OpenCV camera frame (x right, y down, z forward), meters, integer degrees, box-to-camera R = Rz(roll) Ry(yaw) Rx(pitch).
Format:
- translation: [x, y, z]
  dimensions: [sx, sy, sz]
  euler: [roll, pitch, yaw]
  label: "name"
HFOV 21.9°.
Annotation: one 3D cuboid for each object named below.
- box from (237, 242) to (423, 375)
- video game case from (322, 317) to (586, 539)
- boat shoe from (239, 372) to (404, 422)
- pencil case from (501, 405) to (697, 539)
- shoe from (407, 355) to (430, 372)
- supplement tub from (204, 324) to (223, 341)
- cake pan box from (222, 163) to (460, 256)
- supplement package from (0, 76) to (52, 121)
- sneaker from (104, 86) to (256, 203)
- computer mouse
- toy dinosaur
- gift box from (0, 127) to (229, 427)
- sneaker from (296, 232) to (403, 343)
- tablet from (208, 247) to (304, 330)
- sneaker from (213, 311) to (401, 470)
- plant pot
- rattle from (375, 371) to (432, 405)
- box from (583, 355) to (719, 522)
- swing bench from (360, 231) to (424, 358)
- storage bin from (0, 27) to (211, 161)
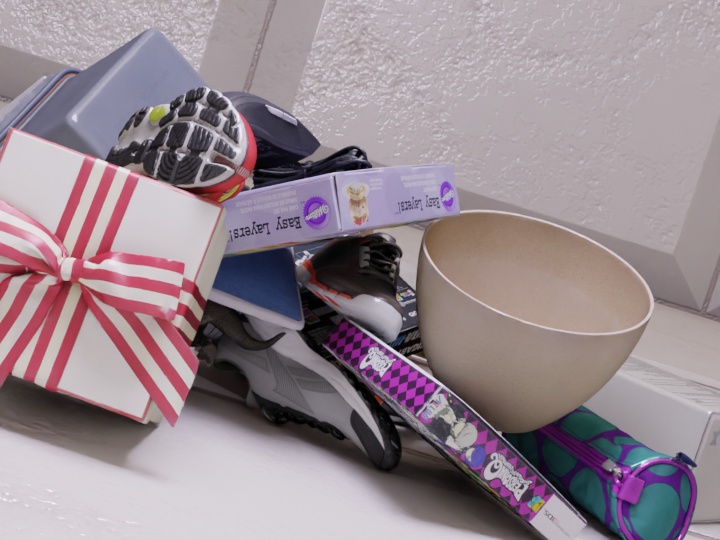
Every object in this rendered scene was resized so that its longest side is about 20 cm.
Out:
- translation: [-0.040, 0.029, 1.712]
  dimensions: [0.159, 0.046, 0.200]
  euler: [41, 32, 23]
  label: "box"
- translation: [0.072, 0.127, 1.481]
  dimensions: [0.181, 0.036, 0.200]
  euler: [43, -5, -26]
  label: "video game case"
- translation: [-0.017, 0.093, 1.718]
  dimensions: [0.199, 0.057, 0.067]
  euler: [16, 7, -10]
  label: "boat shoe"
- translation: [0.201, 0.166, 1.587]
  dimensions: [0.092, 0.085, 0.200]
  euler: [44, -8, -30]
  label: "pencil case"
- translation: [0.060, 0.108, 1.801]
  dimensions: [0.199, 0.054, 0.070]
  euler: [18, 6, 4]
  label: "shoe"
- translation: [-0.135, 0.016, 1.821]
  dimensions: [0.199, 0.107, 0.107]
  euler: [15, 7, -24]
  label: "supplement tub"
- translation: [-0.041, -0.047, 1.515]
  dimensions: [0.184, 0.053, 0.200]
  euler: [-8, 1, 31]
  label: "cake pan box"
- translation: [-0.278, -0.070, 1.701]
  dimensions: [0.155, 0.111, 0.200]
  euler: [11, -31, -44]
  label: "supplement package"
- translation: [-0.115, -0.083, 1.364]
  dimensions: [0.085, 0.077, 0.200]
  euler: [29, -9, -27]
  label: "sneaker"
- translation: [-0.098, -0.106, 1.518]
  dimensions: [0.140, 0.046, 0.200]
  euler: [-12, -16, 39]
  label: "computer mouse"
- translation: [-0.164, 0.034, 1.542]
  dimensions: [0.199, 0.077, 0.103]
  euler: [-8, 40, 8]
  label: "toy dinosaur"
- translation: [-0.194, 0.025, 1.338]
  dimensions: [0.184, 0.201, 0.187]
  euler: [15, -8, 1]
  label: "gift box"
- translation: [0.000, 0.000, 1.587]
  dimensions: [0.077, 0.082, 0.200]
  euler: [39, -2, -21]
  label: "sneaker"
- translation: [-0.113, -0.018, 1.591]
  dimensions: [0.130, 0.014, 0.200]
  euler: [22, 24, -17]
  label: "tablet"
- translation: [-0.043, 0.106, 1.551]
  dimensions: [0.200, 0.079, 0.074]
  euler: [39, -4, 28]
  label: "sneaker"
- translation: [0.130, 0.056, 1.560]
  dimensions: [0.199, 0.135, 0.201]
  euler: [13, 26, -6]
  label: "plant pot"
- translation: [0.091, 0.068, 1.700]
  dimensions: [0.199, 0.144, 0.130]
  euler: [-1, -11, -9]
  label: "rattle"
- translation: [0.264, 0.150, 1.761]
  dimensions: [0.200, 0.109, 0.128]
  euler: [24, 10, 38]
  label: "box"
- translation: [0.058, 0.038, 1.930]
  dimensions: [0.198, 0.201, 0.130]
  euler: [21, 51, 36]
  label: "swing bench"
- translation: [-0.209, -0.098, 1.527]
  dimensions: [0.146, 0.134, 0.200]
  euler: [49, 41, -14]
  label: "storage bin"
